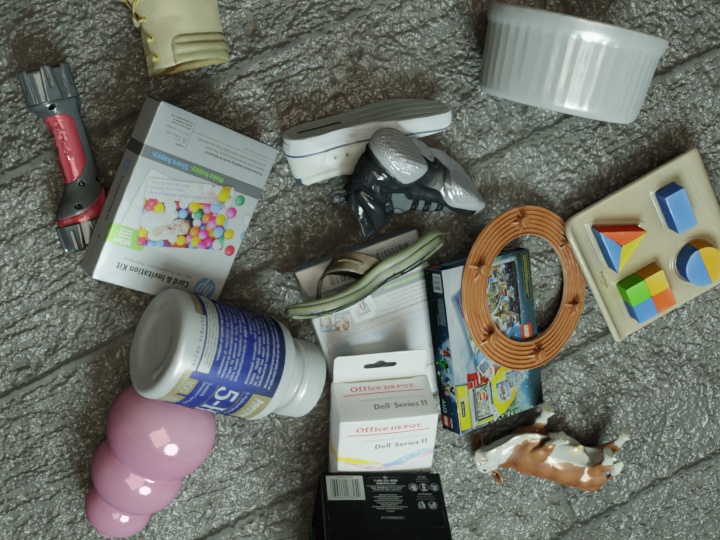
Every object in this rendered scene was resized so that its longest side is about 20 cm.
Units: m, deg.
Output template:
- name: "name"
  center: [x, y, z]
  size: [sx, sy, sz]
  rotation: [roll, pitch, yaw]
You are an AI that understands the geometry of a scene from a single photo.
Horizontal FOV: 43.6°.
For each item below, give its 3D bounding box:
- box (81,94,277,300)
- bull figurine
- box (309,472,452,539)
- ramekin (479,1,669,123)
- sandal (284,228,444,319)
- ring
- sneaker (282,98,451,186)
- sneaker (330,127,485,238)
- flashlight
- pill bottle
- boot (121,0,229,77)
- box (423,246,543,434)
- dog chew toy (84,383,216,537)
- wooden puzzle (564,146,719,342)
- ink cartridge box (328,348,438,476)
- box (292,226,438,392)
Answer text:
- name: "box"
  center: [-0.197, -0.070, 0.992]
  size: [0.156, 0.041, 0.200]
  rotation: [19, 98, -40]
- name: "bull figurine"
  center: [0.239, 0.227, 1.128]
  size: [0.200, 0.065, 0.121]
  rotation: [15, 139, -19]
- name: "box"
  center: [0.016, 0.347, 1.055]
  size: [0.148, 0.124, 0.200]
  rotation: [3, 127, -8]
- name: "ramekin"
  center: [0.228, -0.228, 0.997]
  size: [0.200, 0.201, 0.098]
  rotation: [9, 106, -11]
- name: "sandal"
  center: [0.001, 0.000, 1.023]
  size: [0.201, 0.080, 0.057]
  rotation: [-30, 85, -10]
- name: "ring"
  center: [0.204, 0.022, 1.083]
  size: [0.200, 0.019, 0.201]
  rotation: [-3, 96, -34]
- name: "sneaker"
  center: [0.010, -0.149, 1.045]
  size: [0.200, 0.073, 0.071]
  rotation: [-13, 124, -5]
- name: "sneaker"
  center: [0.053, -0.087, 1.039]
  size: [0.114, 0.076, 0.200]
  rotation: [-42, 142, 24]
- name: "flashlight"
  center: [-0.324, -0.123, 0.988]
  size: [0.068, 0.068, 0.200]
  rotation: [-17, 103, -11]
- name: "pill bottle"
  center: [-0.142, 0.102, 1.005]
  size: [0.200, 0.120, 0.120]
  rotation: [20, 96, -36]
- name: "boot"
  center: [-0.246, -0.287, 0.970]
  size: [0.200, 0.073, 0.156]
  rotation: [-8, 98, -13]
- name: "box"
  center: [0.151, 0.082, 1.088]
  size: [0.136, 0.038, 0.201]
  rotation: [-13, 102, -32]
- name: "dog chew toy"
  center: [-0.251, 0.221, 1.034]
  size: [0.124, 0.125, 0.200]
  rotation: [28, 101, -13]
- name: "wooden puzzle"
  center: [0.372, -0.027, 1.115]
  size: [0.200, 0.046, 0.185]
  rotation: [-31, 111, -4]
- name: "ink cartridge box"
  center: [0.024, 0.189, 1.053]
  size: [0.117, 0.067, 0.200]
  rotation: [-5, 129, -8]
- name: "box"
  center: [0.023, 0.066, 1.090]
  size: [0.156, 0.041, 0.200]
  rotation: [-20, 101, -5]
